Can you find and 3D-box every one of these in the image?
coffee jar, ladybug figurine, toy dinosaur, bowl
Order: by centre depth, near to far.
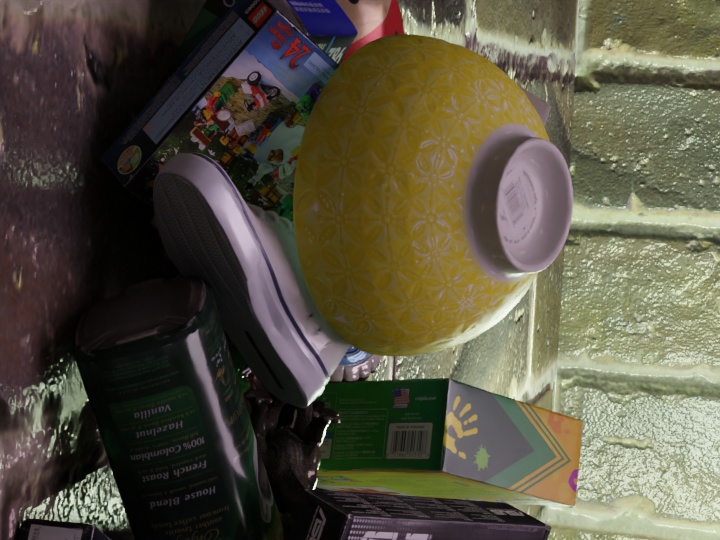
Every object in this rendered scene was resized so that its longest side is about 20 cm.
[{"bbox_3d":[-0.101,0.112,1.175,0.104,0.085,0.202,-99,173,-72],"label":"coffee jar"},{"bbox_3d":[0.063,-0.043,1.209,0.199,0.107,0.202,-7,100,-49],"label":"bowl"},{"bbox_3d":[-0.052,0.126,1.316,0.200,0.076,0.103,-124,-133,-74],"label":"toy dinosaur"},{"bbox_3d":[-0.003,-0.174,1.641,0.201,0.071,0.137,78,20,-51],"label":"ladybug figurine"}]

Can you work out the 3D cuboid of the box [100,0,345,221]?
[{"bbox_3d":[-0.046,-0.064,1.235,0.137,0.038,0.200,-49,135,4],"label":"box"}]

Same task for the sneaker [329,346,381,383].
[{"bbox_3d":[0.000,0.000,1.499,0.200,0.078,0.091,-67,153,-58],"label":"sneaker"}]

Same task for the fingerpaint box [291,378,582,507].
[{"bbox_3d":[0.042,0.133,1.539,0.166,0.199,0.074,19,72,-45],"label":"fingerpaint box"}]

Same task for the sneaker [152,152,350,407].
[{"bbox_3d":[-0.061,-0.006,1.202,0.071,0.073,0.201,-52,139,-25],"label":"sneaker"}]

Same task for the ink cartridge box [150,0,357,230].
[{"bbox_3d":[-0.058,-0.110,1.280,0.201,0.039,0.099,-62,167,16],"label":"ink cartridge box"}]

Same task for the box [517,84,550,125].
[{"bbox_3d":[0.063,-0.067,1.712,0.201,0.108,0.128,-60,-178,30],"label":"box"}]

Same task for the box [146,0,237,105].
[{"bbox_3d":[-0.059,-0.170,1.297,0.201,0.036,0.144,-61,169,7],"label":"box"}]

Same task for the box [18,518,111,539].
[{"bbox_3d":[-0.159,0.248,1.160,0.200,0.046,0.160,66,30,-65],"label":"box"}]

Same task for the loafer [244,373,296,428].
[{"bbox_3d":[-0.072,0.085,1.431,0.073,0.070,0.202,57,39,-69],"label":"loafer"}]

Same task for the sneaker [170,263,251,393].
[{"bbox_3d":[-0.084,0.029,1.330,0.201,0.084,0.079,-69,159,-53],"label":"sneaker"}]

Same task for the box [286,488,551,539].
[{"bbox_3d":[0.014,0.232,1.214,0.199,0.047,0.195,12,101,-48],"label":"box"}]

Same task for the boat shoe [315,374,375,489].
[{"bbox_3d":[-0.018,0.149,1.695,0.063,0.073,0.202,51,37,-65],"label":"boat shoe"}]
